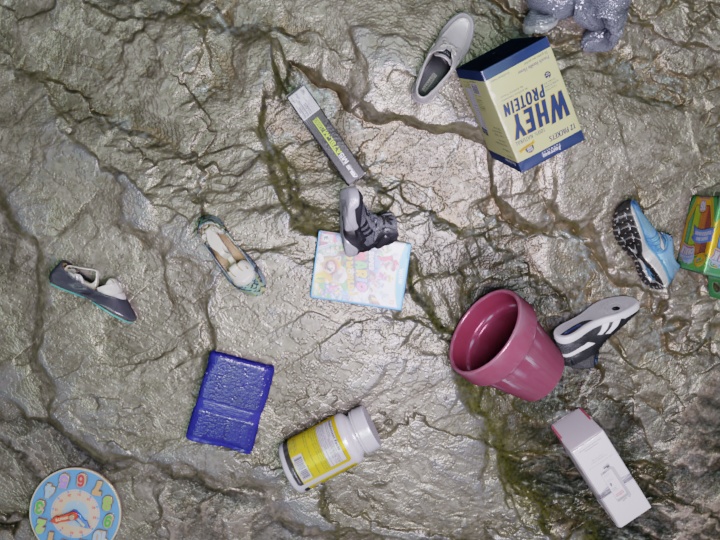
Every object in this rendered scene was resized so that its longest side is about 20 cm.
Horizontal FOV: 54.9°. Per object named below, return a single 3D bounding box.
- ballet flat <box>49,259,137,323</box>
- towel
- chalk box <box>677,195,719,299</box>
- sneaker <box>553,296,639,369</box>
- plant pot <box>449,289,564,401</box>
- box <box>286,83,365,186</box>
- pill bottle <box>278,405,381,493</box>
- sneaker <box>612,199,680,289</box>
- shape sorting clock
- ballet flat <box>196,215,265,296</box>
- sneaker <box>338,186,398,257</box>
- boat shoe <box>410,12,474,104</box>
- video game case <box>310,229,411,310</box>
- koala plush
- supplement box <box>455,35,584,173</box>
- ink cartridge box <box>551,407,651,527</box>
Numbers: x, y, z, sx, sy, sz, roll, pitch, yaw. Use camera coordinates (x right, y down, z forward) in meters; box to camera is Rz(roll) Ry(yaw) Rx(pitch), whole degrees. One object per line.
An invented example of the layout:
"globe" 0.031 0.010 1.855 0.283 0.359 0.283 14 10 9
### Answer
"ballet flat" -0.545 0.037 1.434 0.198 0.073 0.074 27 96 -2
"towel" -0.277 0.280 1.483 0.146 0.050 0.203 16 96 -10
"chalk box" 0.740 -0.043 1.421 0.122 0.125 0.203 10 96 -3
"sneaker" 0.505 0.139 1.475 0.198 0.073 0.113 -23 117 -8
"plant pot" 0.310 0.168 1.416 0.178 0.200 0.201 36 95 -21
"box" -0.064 -0.256 1.343 0.047 0.193 0.201 -36 98 1
"pill bottle" -0.063 0.373 1.462 0.198 0.114 0.115 -28 97 2
"sneaker" 0.603 -0.063 1.454 0.089 0.078 0.201 -34 101 -16
"shape sorting clock" -0.620 0.528 1.508 0.197 0.039 0.203 0 98 -1
"ballet flat" -0.271 -0.024 1.431 0.074 0.074 0.201 -39 97 4
"sneaker" 0.018 -0.103 1.363 0.112 0.201 0.076 -10 60 -7
"boat shoe" 0.166 -0.428 1.389 0.072 0.066 0.201 36 95 -5
"video game case" 0.000 0.000 1.464 0.197 0.018 0.145 8 96 -2
"koala plush" 0.415 -0.533 1.340 0.197 0.184 0.180 8 97 10
"supplement box" 0.299 -0.320 1.325 0.133 0.200 0.201 -27 108 3
"ink cartridge box" 0.503 0.412 1.462 0.082 0.147 0.201 -33 98 3
